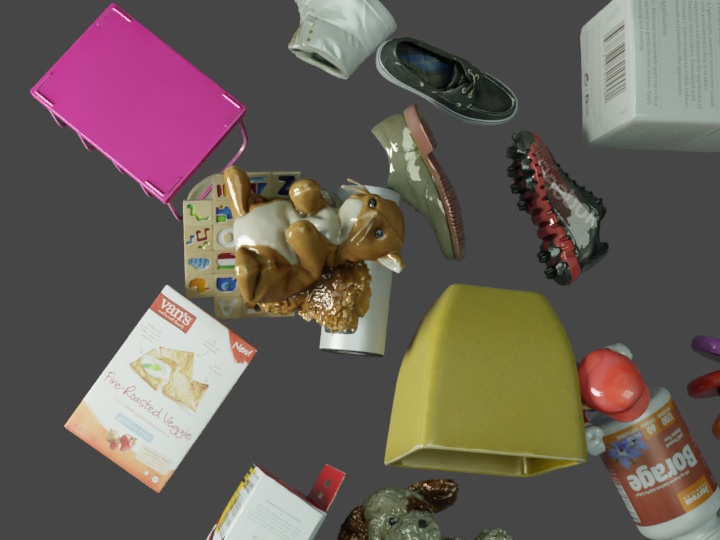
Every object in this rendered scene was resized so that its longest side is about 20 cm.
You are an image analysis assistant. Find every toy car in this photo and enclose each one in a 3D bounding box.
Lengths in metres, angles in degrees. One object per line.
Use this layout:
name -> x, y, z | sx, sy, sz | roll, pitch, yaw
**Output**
toy car -> 0.486, 0.122, 1.428 | 0.149, 0.175, 0.202 | 8, 81, 28

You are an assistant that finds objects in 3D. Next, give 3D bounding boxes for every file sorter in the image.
file sorter -> -0.245, -0.173, 1.315 | 0.200, 0.126, 0.139 | 38, 79, 8

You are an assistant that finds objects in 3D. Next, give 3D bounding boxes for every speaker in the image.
speaker -> 0.000, 0.000, 1.378 | 0.080, 0.081, 0.202 | 8, 83, -9

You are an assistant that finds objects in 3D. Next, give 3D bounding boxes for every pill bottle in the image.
pill bottle -> 0.370, 0.254, 1.398 | 0.112, 0.112, 0.201 | -28, 89, -12

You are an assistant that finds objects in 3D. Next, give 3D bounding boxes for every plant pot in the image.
plant pot -> 0.144, 0.127, 1.339 | 0.192, 0.196, 0.202 | 6, 74, -9

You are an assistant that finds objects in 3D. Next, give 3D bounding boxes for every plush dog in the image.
plush dog -> 0.061, 0.334, 1.340 | 0.199, 0.160, 0.173 | -15, 70, -39

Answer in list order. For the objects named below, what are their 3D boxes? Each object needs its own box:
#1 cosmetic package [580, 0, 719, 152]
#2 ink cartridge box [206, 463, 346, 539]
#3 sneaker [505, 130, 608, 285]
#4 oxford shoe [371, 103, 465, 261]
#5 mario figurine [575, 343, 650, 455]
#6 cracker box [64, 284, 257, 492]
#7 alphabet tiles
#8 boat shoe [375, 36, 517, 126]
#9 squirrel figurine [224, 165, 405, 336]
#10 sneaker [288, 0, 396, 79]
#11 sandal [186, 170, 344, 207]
cosmetic package -> 0.398, -0.246, 1.433 | 0.198, 0.165, 0.167 | 2, 84, -9
ink cartridge box -> -0.102, 0.276, 1.266 | 0.083, 0.200, 0.176 | 32, 79, -4
sneaker -> 0.252, -0.087, 1.438 | 0.097, 0.071, 0.202 | -22, 90, -11
oxford shoe -> 0.075, -0.100, 1.420 | 0.073, 0.071, 0.202 | -21, 88, 13
mario figurine -> 0.288, 0.151, 1.351 | 0.105, 0.200, 0.125 | -6, 85, -10
cracker box -> -0.231, 0.137, 1.332 | 0.133, 0.058, 0.201 | 35, 78, -5
alphabet tiles -> -0.122, -0.027, 1.331 | 0.165, 0.006, 0.201 | -3, 125, -11
boat shoe -> 0.113, -0.235, 1.427 | 0.198, 0.057, 0.069 | 20, 82, -16
squirrel figurine -> -0.041, -0.023, 1.269 | 0.185, 0.201, 0.142 | -11, 52, 0
sneaker -> -0.063, -0.328, 1.407 | 0.200, 0.074, 0.116 | 42, 75, -5
sandal -> -0.116, -0.079, 1.356 | 0.198, 0.054, 0.081 | 7, 84, 14
